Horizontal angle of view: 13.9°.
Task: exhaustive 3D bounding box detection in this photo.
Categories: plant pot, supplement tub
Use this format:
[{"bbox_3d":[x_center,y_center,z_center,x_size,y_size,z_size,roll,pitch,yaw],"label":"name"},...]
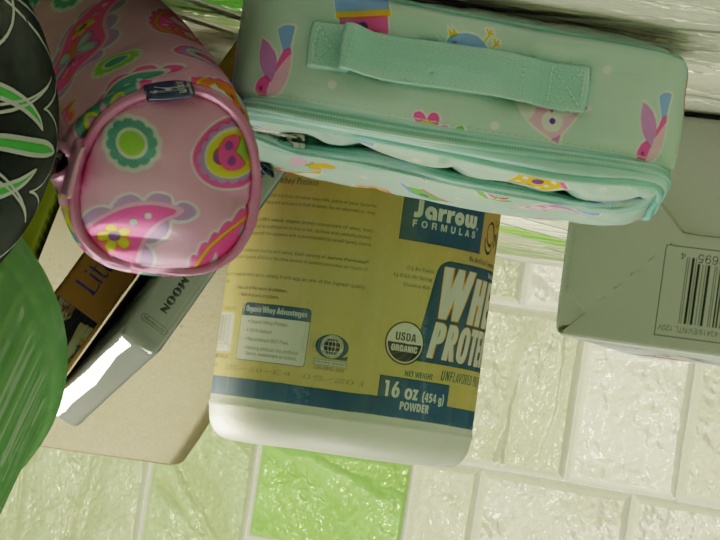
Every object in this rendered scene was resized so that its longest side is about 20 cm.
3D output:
[{"bbox_3d":[-0.158,0.002,1.759,0.199,0.178,0.200,10,-156,-10],"label":"plant pot"},{"bbox_3d":[0.000,0.000,1.591,0.144,0.201,0.145,8,177,0],"label":"supplement tub"}]

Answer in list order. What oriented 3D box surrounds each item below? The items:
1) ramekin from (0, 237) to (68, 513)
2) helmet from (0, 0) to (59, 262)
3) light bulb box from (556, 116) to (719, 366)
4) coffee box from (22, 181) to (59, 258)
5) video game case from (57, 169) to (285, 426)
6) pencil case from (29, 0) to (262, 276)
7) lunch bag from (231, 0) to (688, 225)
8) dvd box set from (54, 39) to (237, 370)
[{"bbox_3d":[-0.229,0.052,1.231,0.199,0.201,0.098,9,-145,2],"label":"ramekin"},{"bbox_3d":[-0.211,-0.061,1.062,0.190,0.201,0.200,12,180,30],"label":"helmet"},{"bbox_3d":[0.227,-0.006,1.574,0.198,0.125,0.200,8,177,20],"label":"light bulb box"},{"bbox_3d":[-0.251,-0.031,1.403,0.199,0.198,0.200,22,177,-6],"label":"coffee box"},{"bbox_3d":[-0.077,-0.016,1.426,0.023,0.182,0.200,36,161,-5],"label":"video game case"},{"bbox_3d":[-0.097,-0.063,1.199,0.087,0.088,0.200,9,-162,-17],"label":"pencil case"},{"bbox_3d":[0.036,-0.069,1.251,0.199,0.077,0.160,9,178,1],"label":"lunch bag"},{"bbox_3d":[-0.104,-0.028,1.438,0.029,0.200,0.146,36,177,-3],"label":"dvd box set"}]
